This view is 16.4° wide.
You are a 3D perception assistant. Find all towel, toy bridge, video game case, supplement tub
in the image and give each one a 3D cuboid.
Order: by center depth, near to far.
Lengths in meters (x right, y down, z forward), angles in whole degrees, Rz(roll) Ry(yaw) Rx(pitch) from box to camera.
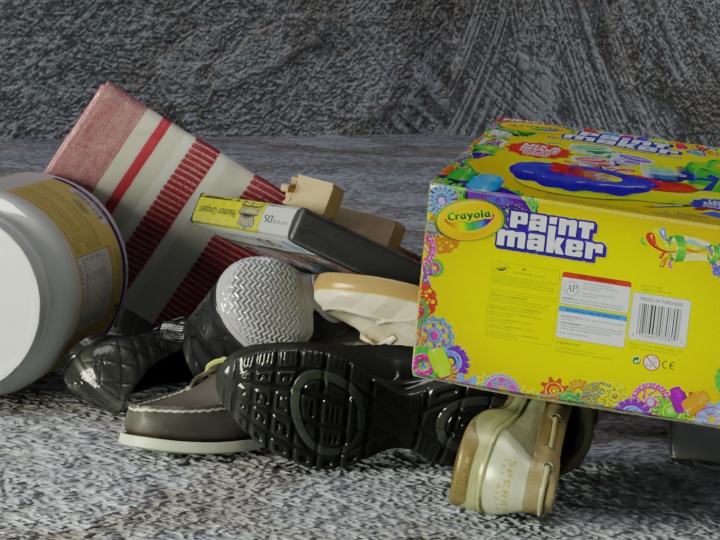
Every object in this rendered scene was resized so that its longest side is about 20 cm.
[{"bbox_3d":[-0.252,0.010,1.733,0.145,0.146,0.200,4,7,9],"label":"supplement tub"},{"bbox_3d":[0.000,0.000,1.751,0.200,0.026,0.181,26,-7,-25],"label":"video game case"},{"bbox_3d":[-0.002,-0.028,1.768,0.067,0.027,0.200,16,-9,35],"label":"toy bridge"},{"bbox_3d":[-0.141,-0.032,1.844,0.200,0.144,0.023,32,20,-10],"label":"towel"}]

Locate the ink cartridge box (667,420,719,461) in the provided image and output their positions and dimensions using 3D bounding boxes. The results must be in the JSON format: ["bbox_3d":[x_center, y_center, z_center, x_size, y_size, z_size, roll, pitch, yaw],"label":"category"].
[{"bbox_3d":[0.289,0.074,1.684,0.146,0.086,0.200,3,8,13],"label":"ink cartridge box"}]

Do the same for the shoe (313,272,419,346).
[{"bbox_3d":[0.059,0.054,1.653,0.200,0.053,0.070,22,-15,-5],"label":"shoe"}]

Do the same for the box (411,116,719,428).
[{"bbox_3d":[0.154,-0.003,1.505,0.200,0.122,0.193,9,17,13],"label":"box"}]

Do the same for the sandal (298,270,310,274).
[{"bbox_3d":[-0.015,0.046,1.802,0.080,0.057,0.201,17,-13,38],"label":"sandal"}]

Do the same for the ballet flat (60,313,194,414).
[{"bbox_3d":[-0.138,0.070,1.742,0.057,0.066,0.200,49,26,16],"label":"ballet flat"}]

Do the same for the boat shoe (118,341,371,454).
[{"bbox_3d":[-0.069,0.080,1.589,0.201,0.061,0.072,-4,10,-43],"label":"boat shoe"}]

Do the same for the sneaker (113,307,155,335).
[{"bbox_3d":[-0.111,0.036,1.984,0.115,0.076,0.200,24,-14,-34],"label":"sneaker"}]

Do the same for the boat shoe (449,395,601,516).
[{"bbox_3d":[0.112,0.102,1.476,0.063,0.073,0.201,15,13,18],"label":"boat shoe"}]

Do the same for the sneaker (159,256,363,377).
[{"bbox_3d":[-0.040,0.056,1.718,0.200,0.076,0.114,25,-34,-33],"label":"sneaker"}]

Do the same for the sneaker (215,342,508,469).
[{"bbox_3d":[0.003,0.079,1.557,0.200,0.076,0.091,10,15,-18],"label":"sneaker"}]
